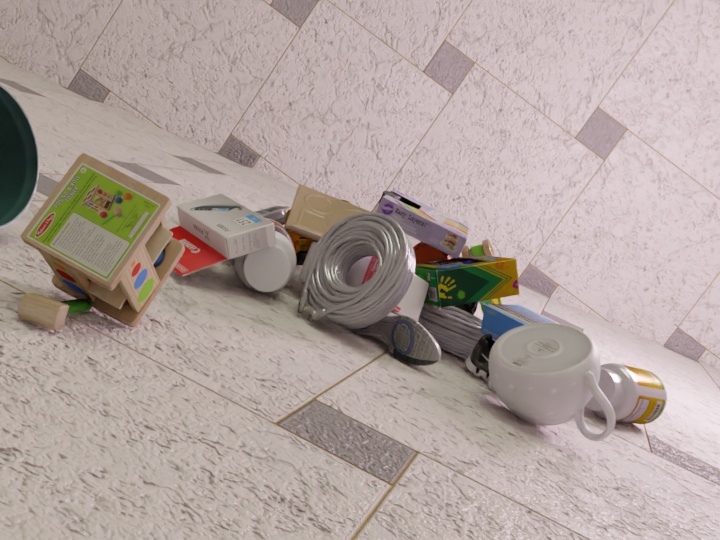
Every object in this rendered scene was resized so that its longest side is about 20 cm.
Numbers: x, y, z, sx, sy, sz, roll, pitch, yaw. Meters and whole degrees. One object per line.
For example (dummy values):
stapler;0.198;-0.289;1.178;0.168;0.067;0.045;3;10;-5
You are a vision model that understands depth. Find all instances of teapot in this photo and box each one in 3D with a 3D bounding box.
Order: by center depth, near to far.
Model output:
teapot;0.309;0.190;1.519;0.194;0.148;0.201;-5;24;8

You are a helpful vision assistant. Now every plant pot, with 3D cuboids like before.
plant pot;-0.551;-0.151;1.224;0.132;0.204;0.200;-3;-3;25

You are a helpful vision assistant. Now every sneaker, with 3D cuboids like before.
sneaker;0.068;0.108;1.604;0.199;0.075;0.087;30;6;36
sneaker;0.290;0.176;1.655;0.198;0.091;0.067;23;38;14

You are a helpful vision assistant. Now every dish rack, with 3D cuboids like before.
dish rack;-0.227;-0.085;1.812;0.169;0.044;0.200;-19;10;-12

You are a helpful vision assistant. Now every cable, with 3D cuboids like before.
cable;0.000;0.000;1.562;0.197;0.203;0.069;-5;-29;29
cable;0.190;0.120;1.854;0.198;0.070;0.199;16;10;-39

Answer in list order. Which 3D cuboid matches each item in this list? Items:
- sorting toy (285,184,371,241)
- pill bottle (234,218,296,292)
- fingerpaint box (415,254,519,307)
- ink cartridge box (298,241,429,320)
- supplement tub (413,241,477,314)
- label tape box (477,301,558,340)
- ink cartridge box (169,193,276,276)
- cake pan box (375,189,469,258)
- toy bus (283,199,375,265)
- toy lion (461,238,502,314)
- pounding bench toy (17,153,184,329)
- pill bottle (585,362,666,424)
sorting toy;-0.051;-0.089;1.795;0.183;0.037;0.201;21;28;-7
pill bottle;-0.170;-0.024;1.632;0.109;0.112;0.200;21;9;-12
fingerpaint box;0.190;0.016;1.777;0.164;0.075;0.200;-8;5;-16
ink cartridge box;0.006;0.022;1.703;0.198;0.086;0.145;11;-14;39
supplement tub;0.175;0.026;1.982;0.122;0.123;0.200;29;-16;37
label tape box;0.307;0.118;1.725;0.143;0.064;0.199;27;11;31
ink cartridge box;-0.264;-0.065;1.541;0.174;0.045;0.199;-20;29;-29
cake pan box;0.127;-0.101;1.884;0.198;0.053;0.184;27;11;5
toy bus;-0.046;-0.077;2.007;0.198;0.138;0.191;-2;-3;41
toy lion;0.279;0.047;1.992;0.068;0.194;0.200;-15;-26;13
pounding bench toy;-0.319;0.001;1.091;0.123;0.201;0.156;26;-23;9
pill bottle;0.515;0.243;1.812;0.199;0.112;0.111;15;12;-45
